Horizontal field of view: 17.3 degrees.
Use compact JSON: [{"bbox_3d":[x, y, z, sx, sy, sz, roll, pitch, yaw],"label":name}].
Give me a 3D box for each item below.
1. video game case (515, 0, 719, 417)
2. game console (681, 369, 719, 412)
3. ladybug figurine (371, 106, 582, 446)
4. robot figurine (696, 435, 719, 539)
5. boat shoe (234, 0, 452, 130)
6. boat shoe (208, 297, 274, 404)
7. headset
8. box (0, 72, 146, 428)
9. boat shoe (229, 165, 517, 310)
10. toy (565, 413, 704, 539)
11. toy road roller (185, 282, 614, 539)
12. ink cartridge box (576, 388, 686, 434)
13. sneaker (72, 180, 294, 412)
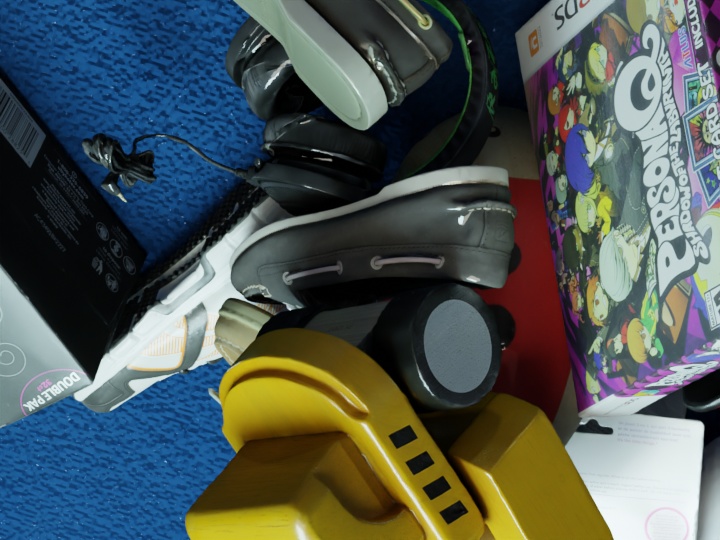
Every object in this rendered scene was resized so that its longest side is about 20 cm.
[{"bbox_3d":[0.134,-0.050,1.078,0.036,0.201,0.181,-3,165,-21],"label":"video game case"},{"bbox_3d":[0.211,-0.058,1.103,0.200,0.119,0.173,-30,85,26],"label":"game console"},{"bbox_3d":[0.056,0.014,1.192,0.135,0.072,0.201,-7,81,36],"label":"ladybug figurine"},{"bbox_3d":[0.240,0.162,1.287,0.169,0.113,0.200,-20,119,33],"label":"robot figurine"},{"bbox_3d":[-0.038,-0.157,1.134,0.201,0.061,0.072,49,166,15],"label":"boat shoe"},{"bbox_3d":[-0.015,0.097,1.231,0.063,0.073,0.200,-46,110,-13],"label":"boat shoe"},{"bbox_3d":[-0.033,-0.081,1.165,0.199,0.124,0.094,-18,162,17],"label":"headset"},{"bbox_3d":[-0.247,0.011,1.282,0.200,0.124,0.149,-26,115,25],"label":"box"},{"bbox_3d":[0.000,0.000,1.141,0.067,0.057,0.200,5,164,-37],"label":"boat shoe"},{"bbox_3d":[0.121,0.163,1.259,0.115,0.047,0.201,5,104,12],"label":"toy"},{"bbox_3d":[0.009,0.111,1.096,0.123,0.146,0.200,-10,120,47],"label":"toy road roller"},{"bbox_3d":[0.076,0.101,1.309,0.116,0.067,0.200,34,124,-11],"label":"ink cartridge box"},{"bbox_3d":[-0.080,0.026,1.288,0.080,0.074,0.200,40,123,-18],"label":"sneaker"}]
